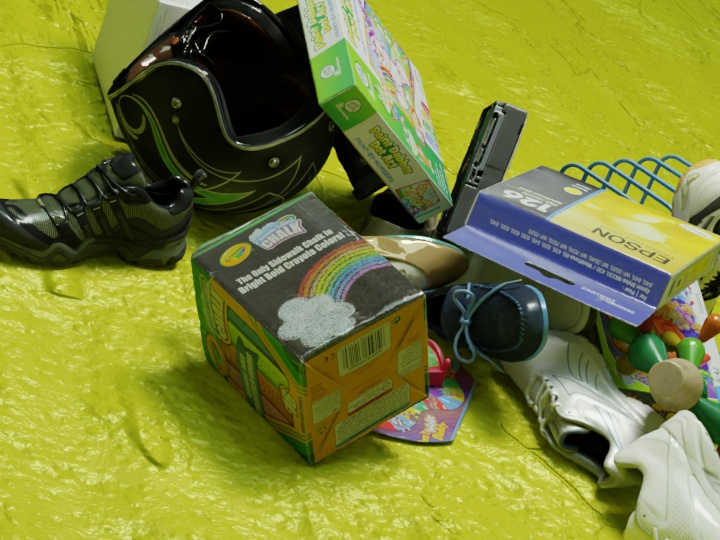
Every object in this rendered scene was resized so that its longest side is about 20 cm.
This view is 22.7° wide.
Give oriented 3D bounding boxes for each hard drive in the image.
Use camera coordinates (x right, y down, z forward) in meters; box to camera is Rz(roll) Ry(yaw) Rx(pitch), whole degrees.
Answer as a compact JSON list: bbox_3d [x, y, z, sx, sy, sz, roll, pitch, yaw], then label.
[{"bbox_3d":[0.120,-0.096,1.785,0.038,0.140,0.200,21,1,0],"label":"hard drive"}]

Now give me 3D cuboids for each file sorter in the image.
[{"bbox_3d":[0.299,-0.043,1.916,0.200,0.123,0.139,-8,38,-47],"label":"file sorter"}]

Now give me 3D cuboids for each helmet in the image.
[{"bbox_3d":[-0.123,-0.146,1.705,0.191,0.200,0.200,48,20,-16],"label":"helmet"}]

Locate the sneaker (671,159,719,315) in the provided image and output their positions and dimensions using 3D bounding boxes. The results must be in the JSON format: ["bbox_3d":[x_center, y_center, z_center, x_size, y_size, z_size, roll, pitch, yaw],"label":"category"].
[{"bbox_3d":[0.350,-0.009,1.805,0.076,0.200,0.088,-20,41,-27],"label":"sneaker"}]

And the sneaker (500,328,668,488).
[{"bbox_3d":[0.187,0.117,1.568,0.087,0.075,0.200,-10,38,-40],"label":"sneaker"}]

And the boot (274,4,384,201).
[{"bbox_3d":[-0.024,-0.173,1.827,0.200,0.066,0.165,59,-2,0],"label":"boot"}]

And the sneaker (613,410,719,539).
[{"bbox_3d":[0.266,0.215,1.444,0.099,0.078,0.200,-24,54,0],"label":"sneaker"}]

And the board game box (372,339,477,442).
[{"bbox_3d":[0.026,0.076,1.555,0.158,0.039,0.200,23,25,5],"label":"board game box"}]

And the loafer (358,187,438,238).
[{"bbox_3d":[0.041,-0.046,1.782,0.076,0.067,0.200,23,25,2],"label":"loafer"}]

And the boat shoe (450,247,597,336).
[{"bbox_3d":[0.159,0.026,1.696,0.062,0.075,0.200,22,-6,-37],"label":"boat shoe"}]

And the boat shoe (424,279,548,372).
[{"bbox_3d":[0.101,0.050,1.596,0.069,0.084,0.200,2,-5,-21],"label":"boat shoe"}]

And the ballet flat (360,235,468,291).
[{"bbox_3d":[0.000,0.000,1.662,0.200,0.069,0.063,8,52,-2],"label":"ballet flat"}]

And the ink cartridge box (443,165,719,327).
[{"bbox_3d":[0.206,-0.030,1.636,0.198,0.047,0.200,25,22,21],"label":"ink cartridge box"}]

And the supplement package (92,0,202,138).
[{"bbox_3d":[-0.197,-0.238,1.876,0.111,0.156,0.200,12,26,-22],"label":"supplement package"}]

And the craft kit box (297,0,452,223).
[{"bbox_3d":[0.011,-0.176,1.717,0.198,0.048,0.200,44,25,-44],"label":"craft kit box"}]

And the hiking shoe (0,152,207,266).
[{"bbox_3d":[-0.233,-0.062,1.558,0.200,0.101,0.076,1,31,-37],"label":"hiking shoe"}]

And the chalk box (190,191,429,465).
[{"bbox_3d":[-0.053,0.033,1.442,0.125,0.124,0.200,-28,48,-24],"label":"chalk box"}]

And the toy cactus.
[{"bbox_3d":[0.290,0.100,1.555,0.200,0.102,0.165,57,12,19],"label":"toy cactus"}]

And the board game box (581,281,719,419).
[{"bbox_3d":[0.266,0.053,1.710,0.134,0.045,0.200,11,47,-21],"label":"board game box"}]
